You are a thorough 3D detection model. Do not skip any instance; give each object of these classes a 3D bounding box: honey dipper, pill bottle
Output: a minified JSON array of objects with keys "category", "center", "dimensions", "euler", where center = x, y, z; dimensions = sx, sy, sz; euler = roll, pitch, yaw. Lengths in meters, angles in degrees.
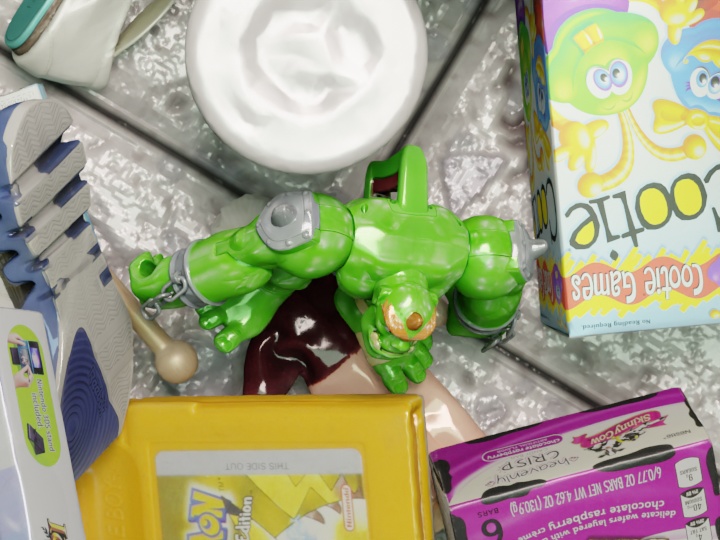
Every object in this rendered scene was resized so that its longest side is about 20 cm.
[{"category":"honey dipper","center":[-0.152,-0.020,1.175],"dimensions":[0.038,0.038,0.200],"euler":[-40,100,0]},{"category":"pill bottle","center":[-0.029,-0.103,1.129],"dimensions":[0.110,0.200,0.111],"euler":[0,94,-3]}]

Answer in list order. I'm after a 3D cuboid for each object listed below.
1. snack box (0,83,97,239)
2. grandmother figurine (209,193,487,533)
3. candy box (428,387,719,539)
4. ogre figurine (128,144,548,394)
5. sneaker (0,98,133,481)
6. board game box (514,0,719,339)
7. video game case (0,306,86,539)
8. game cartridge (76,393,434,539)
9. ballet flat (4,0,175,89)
[{"category":"snack box","center":[-0.240,-0.010,1.203],"dimensions":[0.200,0.037,0.116],"euler":[-19,95,-3]},{"category":"grandmother figurine","center":[-0.011,0.046,1.214],"dimensions":[0.121,0.061,0.200],"euler":[-39,92,-23]},{"category":"candy box","center":[0.122,0.173,1.192],"dimensions":[0.136,0.061,0.200],"euler":[-15,117,-2]},{"category":"ogre figurine","center":[0.000,0.000,1.129],"dimensions":[0.200,0.120,0.098],"euler":[25,61,-15]},{"category":"sneaker","center":[-0.186,0.006,1.144],"dimensions":[0.115,0.081,0.200],"euler":[5,117,26]},{"category":"board game box","center":[0.140,-0.073,1.189],"dimensions":[0.105,0.103,0.201],"euler":[-6,94,-3]},{"category":"video game case","center":[-0.218,0.132,1.077],"dimensions":[0.200,0.045,0.182],"euler":[-20,75,28]},{"category":"game cartridge","center":[-0.058,0.152,1.187],"dimensions":[0.200,0.032,0.177],"euler":[-3,97,19]},{"category":"ballet flat","center":[-0.107,-0.180,1.194],"dimensions":[0.069,0.069,0.200],"euler":[32,95,-5]}]
